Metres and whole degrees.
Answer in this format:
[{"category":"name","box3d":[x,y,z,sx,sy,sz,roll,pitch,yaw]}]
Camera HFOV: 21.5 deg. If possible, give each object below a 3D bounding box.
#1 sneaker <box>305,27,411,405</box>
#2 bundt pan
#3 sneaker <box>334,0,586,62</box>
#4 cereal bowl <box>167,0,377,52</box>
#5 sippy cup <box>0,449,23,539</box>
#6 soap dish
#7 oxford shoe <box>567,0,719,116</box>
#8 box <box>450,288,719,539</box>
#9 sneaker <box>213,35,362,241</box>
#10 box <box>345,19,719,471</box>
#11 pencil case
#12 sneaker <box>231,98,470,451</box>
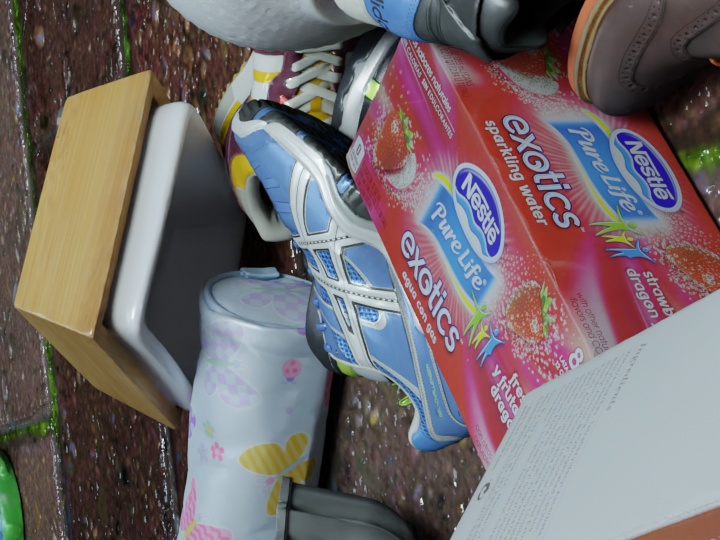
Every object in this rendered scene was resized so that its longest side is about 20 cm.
[{"category":"sneaker","box3d":[0.031,-0.032,0.973,0.083,0.072,0.201,14,103,26]},{"category":"bundt pan","box3d":[-0.008,0.208,0.980,0.202,0.075,0.203,3,-90,-90]},{"category":"sneaker","box3d":[0.082,-0.173,0.783,0.111,0.077,0.200,28,76,37]},{"category":"cereal bowl","box3d":[-0.004,-0.173,0.869,0.083,0.200,0.200,55,141,26]},{"category":"sippy cup","box3d":[-0.383,0.231,1.700,0.140,0.130,0.179,-10,84,62]},{"category":"soap dish","box3d":[-0.132,-0.008,1.122,0.200,0.081,0.158,66,-148,-69]},{"category":"oxford shoe","box3d":[0.142,-0.099,0.726,0.073,0.071,0.200,65,153,13]},{"category":"box","box3d":[0.139,0.097,0.631,0.107,0.152,0.200,-58,10,-30]},{"category":"sneaker","box3d":[-0.029,-0.101,1.053,0.200,0.075,0.090,110,148,-53]},{"category":"box","box3d":[0.081,-0.011,0.815,0.096,0.099,0.200,-62,40,42]},{"category":"pencil case","box3d":[-0.065,0.099,1.126,0.091,0.083,0.201,36,124,52]},{"category":"sneaker","box3d":[0.000,0.000,0.909,0.077,0.076,0.200,-45,77,17]}]
